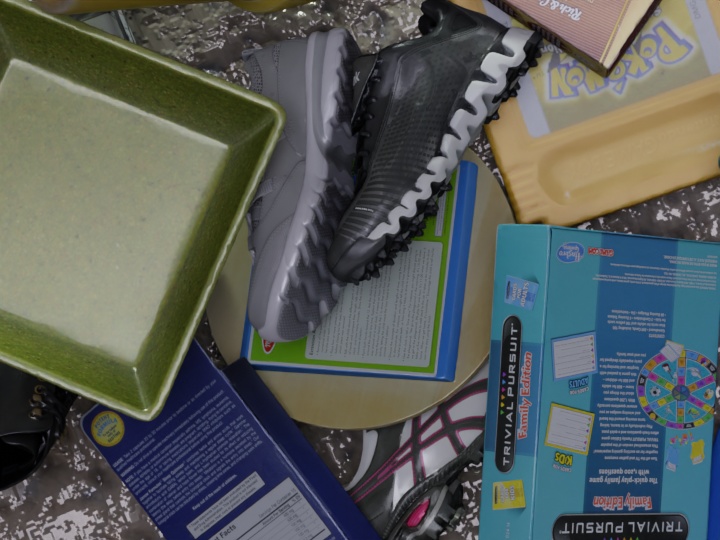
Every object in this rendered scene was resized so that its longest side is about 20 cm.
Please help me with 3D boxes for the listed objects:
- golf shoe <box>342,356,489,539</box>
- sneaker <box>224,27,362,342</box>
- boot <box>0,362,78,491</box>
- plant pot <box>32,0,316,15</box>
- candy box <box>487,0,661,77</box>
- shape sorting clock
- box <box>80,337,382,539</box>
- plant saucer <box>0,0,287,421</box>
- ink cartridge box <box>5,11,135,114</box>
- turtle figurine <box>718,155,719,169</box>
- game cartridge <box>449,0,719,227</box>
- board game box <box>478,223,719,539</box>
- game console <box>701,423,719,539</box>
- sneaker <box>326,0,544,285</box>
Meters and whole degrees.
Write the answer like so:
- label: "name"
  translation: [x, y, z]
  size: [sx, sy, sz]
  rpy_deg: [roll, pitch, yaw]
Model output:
- label: "golf shoe"
  translation: [0.050, 0.091, 1.397]
  size: [0.088, 0.077, 0.200]
  rpy_deg: [36, 90, 13]
- label: "sneaker"
  translation: [-0.047, -0.049, 1.376]
  size: [0.082, 0.075, 0.200]
  rpy_deg: [-1, 63, 21]
- label: "boot"
  translation: [-0.168, 0.054, 1.374]
  size: [0.200, 0.138, 0.077]
  rpy_deg: [-37, 119, 10]
- label: "plant pot"
  translation: [-0.109, -0.235, 1.320]
  size: [0.189, 0.201, 0.201]
  rpy_deg: [-20, 87, -26]
- label: "candy box"
  translation: [0.098, -0.219, 1.378]
  size: [0.200, 0.056, 0.117]
  rpy_deg: [35, 92, 5]
- label: "shape sorting clock"
  translation: [0.000, 0.000, 1.402]
  size: [0.200, 0.039, 0.200]
  rpy_deg: [-3, 74, 11]
- label: "box"
  translation: [-0.073, 0.138, 1.396]
  size: [0.121, 0.032, 0.200]
  rpy_deg: [-40, 87, 35]
- label: "plant saucer"
  translation: [-0.169, -0.037, 1.334]
  size: [0.200, 0.048, 0.200]
  rpy_deg: [22, 82, 4]
- label: "ink cartridge box"
  translation: [-0.211, -0.122, 1.415]
  size: [0.145, 0.083, 0.200]
  rpy_deg: [-22, 87, 4]
- label: "turtle figurine"
  translation: [0.288, -0.135, 1.367]
  size: [0.101, 0.150, 0.200]
  rpy_deg: [22, 56, 34]
- label: "game cartridge"
  translation: [0.151, -0.139, 1.414]
  size: [0.176, 0.032, 0.200]
  rpy_deg: [-19, 86, 4]
- label: "board game box"
  translation: [0.143, 0.077, 1.358]
  size: [0.151, 0.047, 0.200]
  rpy_deg: [5, 89, -39]
- label: "game console"
  translation: [0.317, 0.121, 1.402]
  size: [0.171, 0.118, 0.200]
  rpy_deg: [19, 90, 36]
- label: "sneaker"
  translation: [0.022, -0.082, 1.358]
  size: [0.090, 0.066, 0.200]
  rpy_deg: [32, 69, 6]
